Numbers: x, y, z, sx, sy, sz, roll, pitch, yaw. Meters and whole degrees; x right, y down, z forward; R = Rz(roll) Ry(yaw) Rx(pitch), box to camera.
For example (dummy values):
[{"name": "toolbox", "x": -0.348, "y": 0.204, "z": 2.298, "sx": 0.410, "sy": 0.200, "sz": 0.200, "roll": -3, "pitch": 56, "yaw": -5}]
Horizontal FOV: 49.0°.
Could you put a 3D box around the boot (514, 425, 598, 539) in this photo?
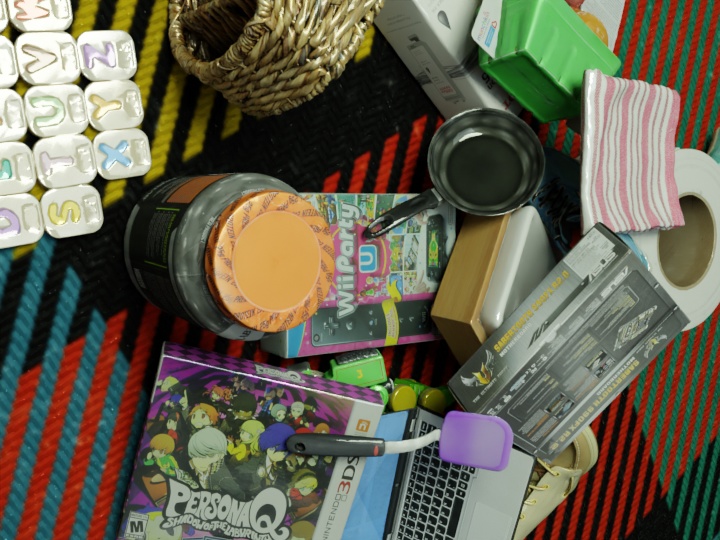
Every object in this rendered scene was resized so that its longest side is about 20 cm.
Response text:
[{"name": "boot", "x": 0.177, "y": 0.239, "z": 0.866, "sx": 0.154, "sy": 0.073, "sz": 0.202, "roll": -35, "pitch": 150, "yaw": -21}]

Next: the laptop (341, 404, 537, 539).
[{"name": "laptop", "x": 0.043, "y": 0.244, "z": 0.765, "sx": 0.116, "sy": 0.196, "sz": 0.191, "roll": -35, "pitch": 140, "yaw": -57}]

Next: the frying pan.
[{"name": "frying pan", "x": 0.100, "y": -0.074, "z": 0.754, "sx": 0.114, "sy": 0.031, "sz": 0.192, "roll": 32, "pitch": 75, "yaw": 14}]

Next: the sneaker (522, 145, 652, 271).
[{"name": "sneaker", "x": 0.221, "y": -0.057, "z": 0.804, "sx": 0.078, "sy": 0.201, "sz": 0.090, "roll": -44, "pitch": 158, "yaw": 16}]

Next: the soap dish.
[{"name": "soap dish", "x": 0.149, "y": 0.042, "z": 0.816, "sx": 0.201, "sy": 0.080, "sz": 0.160, "roll": 55, "pitch": 48, "yaw": -44}]

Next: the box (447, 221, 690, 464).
[{"name": "box", "x": 0.196, "y": 0.075, "z": 0.732, "sx": 0.201, "sy": 0.049, "sz": 0.157, "roll": -48, "pitch": 134, "yaw": 10}]

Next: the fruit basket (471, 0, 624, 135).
[{"name": "fruit basket", "x": 0.188, "y": -0.256, "z": 0.770, "sx": 0.183, "sy": 0.093, "sz": 0.204, "roll": 29, "pitch": 64, "yaw": -33}]

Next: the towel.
[{"name": "towel", "x": 0.265, "y": -0.110, "z": 0.761, "sx": 0.198, "sy": 0.029, "sz": 0.150, "roll": -6, "pitch": 95, "yaw": -48}]

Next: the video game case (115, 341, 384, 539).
[{"name": "video game case", "x": -0.097, "y": 0.171, "z": 0.688, "sx": 0.196, "sy": 0.036, "sz": 0.185, "roll": 15, "pitch": 103, "yaw": -14}]

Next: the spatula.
[{"name": "spatula", "x": 0.034, "y": 0.147, "z": 0.673, "sx": 0.195, "sy": 0.021, "sz": 0.058, "roll": 1, "pitch": 116, "yaw": -11}]

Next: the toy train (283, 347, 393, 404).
[{"name": "toy train", "x": -0.066, "y": 0.116, "z": 0.724, "sx": 0.195, "sy": 0.042, "sz": 0.058, "roll": -13, "pitch": 101, "yaw": -8}]

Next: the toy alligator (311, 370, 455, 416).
[{"name": "toy alligator", "x": 0.021, "y": 0.138, "z": 0.803, "sx": 0.196, "sy": 0.059, "sz": 0.056, "roll": 11, "pitch": 89, "yaw": -32}]

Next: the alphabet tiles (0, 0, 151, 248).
[{"name": "alphabet tiles", "x": -0.265, "y": -0.124, "z": 0.624, "sx": 0.192, "sy": 0.014, "sz": 0.205, "roll": -12, "pitch": 101, "yaw": -30}]

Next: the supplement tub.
[{"name": "supplement tub", "x": -0.107, "y": -0.014, "z": 0.625, "sx": 0.120, "sy": 0.199, "sz": 0.126, "roll": -4, "pitch": 98, "yaw": -30}]

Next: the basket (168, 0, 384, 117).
[{"name": "basket", "x": -0.092, "y": -0.219, "z": 0.615, "sx": 0.148, "sy": 0.199, "sz": 0.145, "roll": 38, "pitch": 77, "yaw": -31}]

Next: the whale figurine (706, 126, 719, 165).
[{"name": "whale figurine", "x": 0.545, "y": -0.110, "z": 1.081, "sx": 0.199, "sy": 0.103, "sz": 0.161, "roll": 41, "pitch": 74, "yaw": -28}]

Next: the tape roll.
[{"name": "tape roll", "x": 0.328, "y": -0.038, "z": 0.932, "sx": 0.199, "sy": 0.138, "sz": 0.208, "roll": -4, "pitch": 98, "yaw": -31}]

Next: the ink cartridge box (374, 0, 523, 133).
[{"name": "ink cartridge box", "x": 0.110, "y": -0.260, "z": 0.806, "sx": 0.200, "sy": 0.082, "sz": 0.147, "roll": 47, "pitch": 70, "yaw": -27}]

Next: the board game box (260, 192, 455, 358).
[{"name": "board game box", "x": 0.000, "y": 0.000, "z": 0.775, "sx": 0.196, "sy": 0.064, "sz": 0.152, "roll": -3, "pitch": 96, "yaw": -31}]
